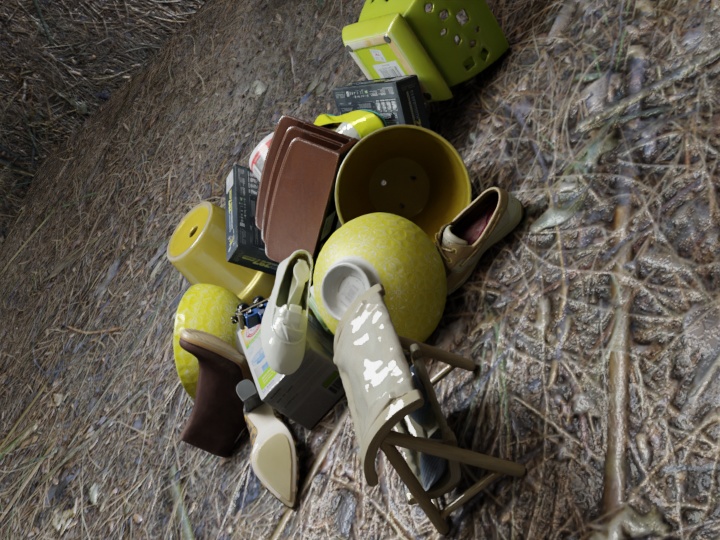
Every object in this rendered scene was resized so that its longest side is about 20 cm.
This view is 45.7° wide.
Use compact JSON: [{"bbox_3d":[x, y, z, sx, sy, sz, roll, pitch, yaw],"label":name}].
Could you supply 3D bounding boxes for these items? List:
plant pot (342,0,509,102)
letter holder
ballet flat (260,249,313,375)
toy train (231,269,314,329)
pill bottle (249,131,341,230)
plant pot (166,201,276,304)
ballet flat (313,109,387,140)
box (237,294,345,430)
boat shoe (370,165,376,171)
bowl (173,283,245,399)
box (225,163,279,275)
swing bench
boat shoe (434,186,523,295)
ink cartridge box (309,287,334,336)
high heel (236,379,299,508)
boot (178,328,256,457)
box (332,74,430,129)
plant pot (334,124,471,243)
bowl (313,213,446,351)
[{"bbox_3d":[0.099,-0.396,1.465,0.182,0.199,0.199,-49,29,-19],"label":"plant pot"},{"bbox_3d":[-0.103,-0.122,1.321,0.101,0.141,0.201,-51,-20,-64],"label":"letter holder"},{"bbox_3d":[-0.100,0.051,1.223,0.069,0.069,0.201,-28,41,34],"label":"ballet flat"},{"bbox_3d":[-0.105,0.041,1.306,0.199,0.034,0.046,-25,44,-24],"label":"toy train"},{"bbox_3d":[-0.099,-0.144,1.507,0.114,0.114,0.201,-42,71,16],"label":"pill bottle"},{"bbox_3d":[-0.248,-0.023,1.592,0.200,0.189,0.202,-33,36,28],"label":"plant pot"},{"bbox_3d":[-0.030,-0.229,1.441,0.067,0.067,0.199,-42,27,-20],"label":"ballet flat"},{"bbox_3d":[-0.103,0.131,1.324,0.113,0.101,0.200,-47,31,8],"label":"box"},{"bbox_3d":[-0.045,-0.159,1.403,0.199,0.068,0.074,-33,8,10],"label":"boat shoe"},{"bbox_3d":[-0.225,0.119,1.453,0.107,0.201,0.201,-4,50,16],"label":"bowl"},{"bbox_3d":[-0.163,-0.085,1.539,0.051,0.157,0.201,-48,38,41],"label":"box"},{"bbox_3d":[0.057,0.158,0.988,0.130,0.200,0.200,-42,32,17],"label":"swing bench"},{"bbox_3d":[0.137,-0.040,1.197,0.200,0.066,0.074,-48,49,8],"label":"boat shoe"},{"bbox_3d":[0.000,0.000,1.376,0.200,0.048,0.146,-51,30,7],"label":"ink cartridge box"},{"bbox_3d":[-0.128,0.270,1.285,0.071,0.143,0.201,-23,66,-5],"label":"high heel"},{"bbox_3d":[-0.238,0.197,1.345,0.167,0.200,0.072,-56,36,-2],"label":"boot"},{"bbox_3d":[0.040,-0.244,1.454,0.051,0.159,0.199,-24,19,-27],"label":"box"},{"bbox_3d":[0.062,-0.119,1.305,0.200,0.200,0.142,-48,6,7],"label":"plant pot"},{"bbox_3d":[0.006,0.024,1.168,0.199,0.107,0.202,4,98,30],"label":"bowl"}]
